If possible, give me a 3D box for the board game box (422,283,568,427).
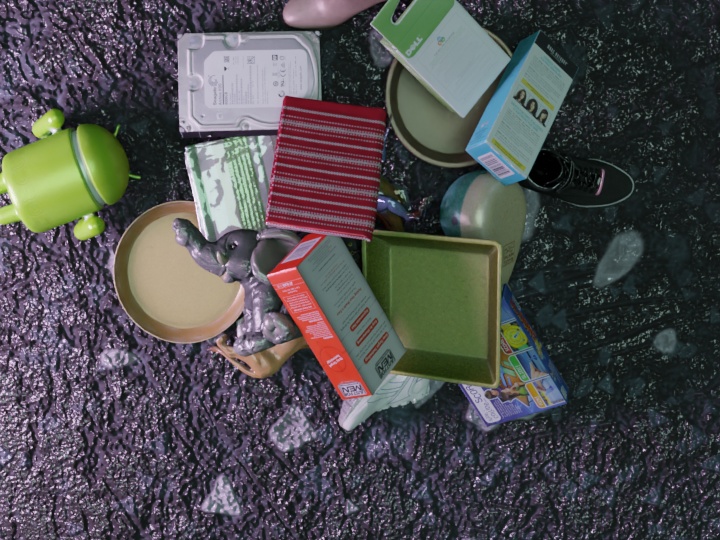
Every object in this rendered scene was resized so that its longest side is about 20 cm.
[{"bbox_3d":[0.190,0.123,1.571,0.134,0.035,0.201,-20,117,27],"label":"board game box"}]

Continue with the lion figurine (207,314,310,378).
[{"bbox_3d":[-0.109,0.098,1.587,0.199,0.073,0.123,-36,97,8],"label":"lion figurine"}]

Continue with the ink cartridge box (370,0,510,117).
[{"bbox_3d":[0.098,-0.308,1.478,0.199,0.059,0.104,38,94,-33],"label":"ink cartridge box"}]

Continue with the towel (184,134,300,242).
[{"bbox_3d":[-0.137,-0.118,1.559,0.197,0.031,0.152,-13,97,-12],"label":"towel"}]

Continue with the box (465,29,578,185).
[{"bbox_3d":[0.221,-0.222,1.517,0.082,0.049,0.202,38,64,-21],"label":"box"}]

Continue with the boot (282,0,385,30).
[{"bbox_3d":[-0.011,-0.376,1.482,0.198,0.146,0.071,-23,98,-1],"label":"boot"}]

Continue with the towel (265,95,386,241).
[{"bbox_3d":[-0.043,-0.137,1.458,0.142,0.023,0.203,7,64,-1],"label":"towel"}]

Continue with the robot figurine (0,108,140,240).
[{"bbox_3d":[-0.402,-0.125,1.508,0.197,0.116,0.178,-21,94,-1],"label":"robot figurine"}]

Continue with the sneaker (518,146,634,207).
[{"bbox_3d":[0.299,-0.128,1.563,0.197,0.099,0.072,11,96,-7],"label":"sneaker"}]

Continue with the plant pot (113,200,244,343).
[{"bbox_3d":[-0.250,0.001,1.582,0.197,0.027,0.203,-1,99,-4],"label":"plant pot"}]

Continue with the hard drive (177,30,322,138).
[{"bbox_3d":[-0.150,-0.256,1.528,0.197,0.038,0.142,-1,82,-3],"label":"hard drive"}]

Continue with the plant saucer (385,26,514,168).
[{"bbox_3d":[0.131,-0.247,1.570,0.197,0.029,0.204,-1,98,-4],"label":"plant saucer"}]

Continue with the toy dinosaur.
[{"bbox_3d":[0.007,-0.113,1.542,0.179,0.105,0.202,21,114,9],"label":"toy dinosaur"}]

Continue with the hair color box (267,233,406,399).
[{"bbox_3d":[-0.028,0.057,1.452,0.061,0.102,0.202,-14,113,42],"label":"hair color box"}]

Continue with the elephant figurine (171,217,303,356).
[{"bbox_3d":[-0.134,0.001,1.488,0.140,0.155,0.203,-21,88,26],"label":"elephant figurine"}]

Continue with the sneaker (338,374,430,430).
[{"bbox_3d":[0.051,0.165,1.605,0.200,0.075,0.087,-42,104,3],"label":"sneaker"}]

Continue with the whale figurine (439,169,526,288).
[{"bbox_3d":[0.168,-0.042,1.569,0.158,0.103,0.203,-28,120,-43],"label":"whale figurine"}]

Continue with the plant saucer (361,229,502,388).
[{"bbox_3d":[0.101,0.045,1.504,0.197,0.048,0.203,6,107,23],"label":"plant saucer"}]

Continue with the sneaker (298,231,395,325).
[{"bbox_3d":[0.000,0.000,1.552,0.198,0.075,0.107,32,128,-9],"label":"sneaker"}]
